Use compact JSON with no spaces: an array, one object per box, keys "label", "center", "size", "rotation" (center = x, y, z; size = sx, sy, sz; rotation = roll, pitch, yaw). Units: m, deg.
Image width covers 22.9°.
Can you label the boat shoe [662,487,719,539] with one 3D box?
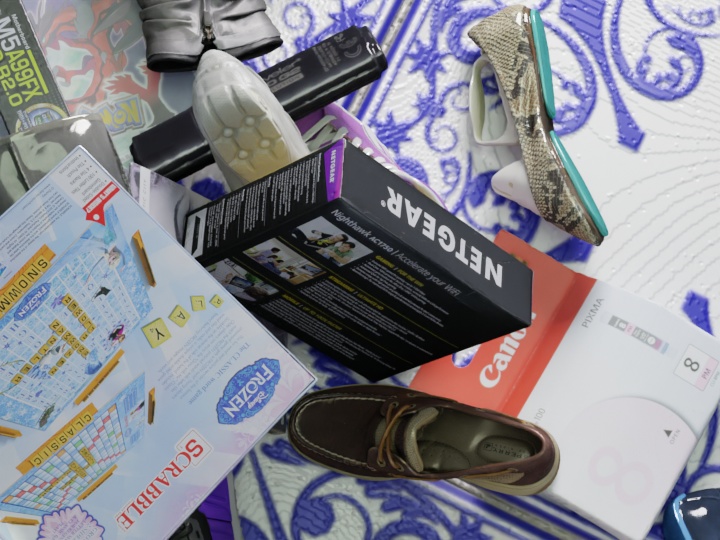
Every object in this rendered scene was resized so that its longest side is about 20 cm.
[{"label":"boat shoe","center":[0.281,0.249,1.261],"size":[0.069,0.084,0.200],"rotation":[-16,82,-11]}]

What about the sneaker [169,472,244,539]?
[{"label":"sneaker","center":[-0.118,0.184,1.184],"size":[0.069,0.100,0.200],"rotation":[-10,120,11]}]

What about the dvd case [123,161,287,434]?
[{"label":"dvd case","center":[-0.106,0.024,1.224],"size":[0.016,0.200,0.149],"rotation":[-8,72,28]}]

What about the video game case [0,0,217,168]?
[{"label":"video game case","center":[-0.212,-0.151,1.333],"size":[0.200,0.023,0.182],"rotation":[-30,82,-9]}]

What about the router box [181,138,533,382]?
[{"label":"router box","center":[0.000,0.000,1.207],"size":[0.200,0.149,0.051],"rotation":[33,49,-38]}]

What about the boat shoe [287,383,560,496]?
[{"label":"boat shoe","center":[0.041,0.116,1.260],"size":[0.200,0.072,0.072],"rotation":[11,77,13]}]

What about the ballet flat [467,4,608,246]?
[{"label":"ballet flat","center":[0.124,-0.101,1.334],"size":[0.075,0.068,0.200],"rotation":[-20,74,14]}]

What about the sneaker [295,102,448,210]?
[{"label":"sneaker","center":[0.001,-0.072,1.288],"size":[0.200,0.114,0.073],"rotation":[43,80,7]}]

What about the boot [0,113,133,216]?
[{"label":"boot","center":[-0.198,0.021,1.072],"size":[0.182,0.073,0.200],"rotation":[-25,89,-24]}]

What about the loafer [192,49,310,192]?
[{"label":"loafer","center":[-0.062,-0.073,1.248],"size":[0.070,0.200,0.070],"rotation":[-21,45,4]}]

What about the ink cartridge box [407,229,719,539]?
[{"label":"ink cartridge box","center":[0.155,0.082,1.302],"size":[0.200,0.057,0.163],"rotation":[32,79,-2]}]

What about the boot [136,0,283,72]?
[{"label":"boot","center":[-0.082,-0.224,1.332],"size":[0.200,0.070,0.132],"rotation":[-20,81,-9]}]

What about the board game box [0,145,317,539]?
[{"label":"board game box","center":[-0.162,0.065,1.017],"size":[0.200,0.041,0.200],"rotation":[45,66,-1]}]

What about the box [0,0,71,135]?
[{"label":"box","center":[-0.224,-0.104,1.231],"size":[0.044,0.160,0.200],"rotation":[-23,81,-8]}]

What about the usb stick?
[{"label":"usb stick","center":[-0.076,-0.118,1.291],"size":[0.200,0.033,0.055],"rotation":[-27,43,0]}]
